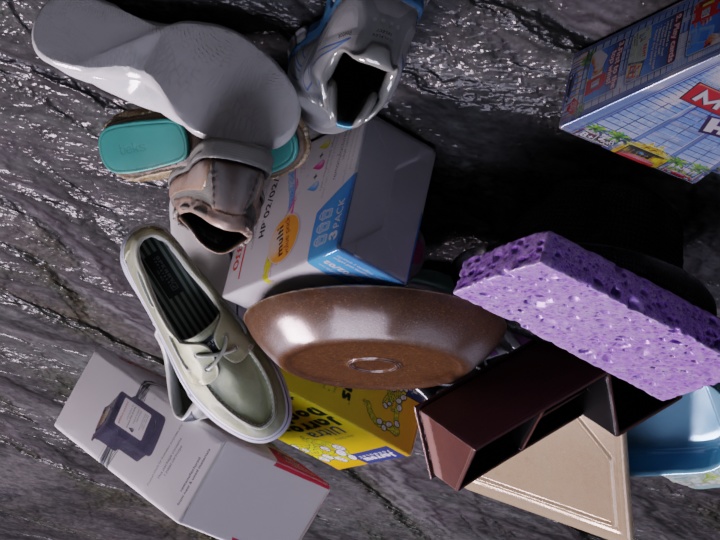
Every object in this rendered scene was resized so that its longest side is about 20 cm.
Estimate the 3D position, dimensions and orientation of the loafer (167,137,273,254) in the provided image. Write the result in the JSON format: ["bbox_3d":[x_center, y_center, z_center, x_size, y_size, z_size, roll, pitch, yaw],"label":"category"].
[{"bbox_3d":[-0.103,-0.041,1.413,0.072,0.063,0.200,11,168,-7],"label":"loafer"}]

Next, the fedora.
[{"bbox_3d":[0.170,-0.011,1.480,0.200,0.092,0.201,14,158,6],"label":"fedora"}]

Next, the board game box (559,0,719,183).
[{"bbox_3d":[0.259,-0.115,1.250,0.199,0.062,0.200,20,155,-14],"label":"board game box"}]

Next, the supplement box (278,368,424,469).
[{"bbox_3d":[-0.049,0.085,1.773,0.200,0.110,0.109,29,152,-31],"label":"supplement box"}]

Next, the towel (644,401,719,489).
[{"bbox_3d":[0.324,0.145,1.783,0.200,0.048,0.171,-10,147,41],"label":"towel"}]

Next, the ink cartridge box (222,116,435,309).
[{"bbox_3d":[-0.037,-0.029,1.519,0.068,0.115,0.200,27,152,-27],"label":"ink cartridge box"}]

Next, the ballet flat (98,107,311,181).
[{"bbox_3d":[-0.104,-0.102,1.473,0.200,0.071,0.065,3,-164,37],"label":"ballet flat"}]

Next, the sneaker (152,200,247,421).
[{"bbox_3d":[-0.131,0.029,1.619,0.073,0.201,0.071,6,-159,41],"label":"sneaker"}]

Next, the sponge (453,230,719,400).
[{"bbox_3d":[0.176,0.034,1.414,0.200,0.030,0.111,27,156,-23],"label":"sponge"}]

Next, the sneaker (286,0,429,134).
[{"bbox_3d":[-0.012,-0.126,1.339,0.075,0.087,0.200,15,157,-7],"label":"sneaker"}]

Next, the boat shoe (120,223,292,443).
[{"bbox_3d":[-0.124,0.053,1.562,0.200,0.072,0.062,53,177,-6],"label":"boat shoe"}]

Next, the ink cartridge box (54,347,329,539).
[{"bbox_3d":[-0.147,0.159,1.740,0.200,0.084,0.145,30,180,44],"label":"ink cartridge box"}]

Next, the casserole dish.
[{"bbox_3d":[0.237,0.116,1.720,0.200,0.039,0.121,-7,112,42],"label":"casserole dish"}]

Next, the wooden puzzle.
[{"bbox_3d":[0.158,0.139,1.754,0.185,0.037,0.200,16,133,36],"label":"wooden puzzle"}]

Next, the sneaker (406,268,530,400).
[{"bbox_3d":[0.107,0.079,1.641,0.199,0.140,0.078,5,153,16],"label":"sneaker"}]

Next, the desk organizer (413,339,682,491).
[{"bbox_3d":[0.148,0.103,1.559,0.077,0.200,0.072,33,144,50],"label":"desk organizer"}]

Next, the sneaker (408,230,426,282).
[{"bbox_3d":[0.000,0.000,1.618,0.088,0.082,0.200,25,161,-27],"label":"sneaker"}]

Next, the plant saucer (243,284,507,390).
[{"bbox_3d":[0.011,0.056,1.518,0.200,0.037,0.200,1,162,0],"label":"plant saucer"}]

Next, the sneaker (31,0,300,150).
[{"bbox_3d":[-0.127,-0.135,1.404,0.200,0.075,0.088,24,173,13],"label":"sneaker"}]
